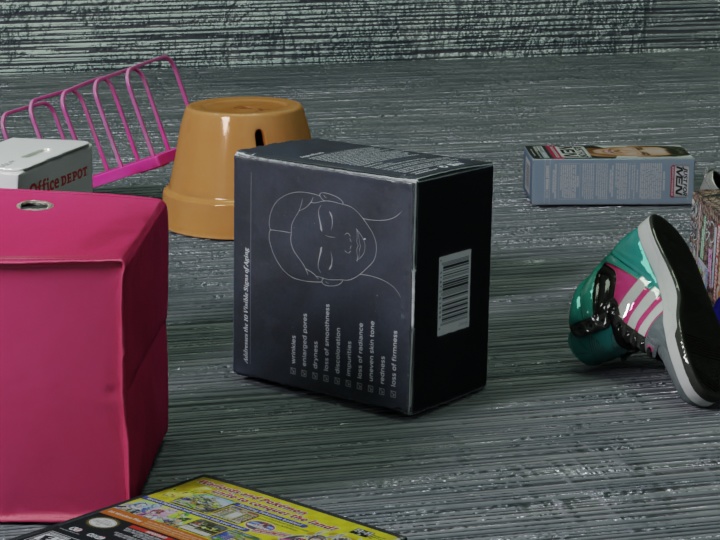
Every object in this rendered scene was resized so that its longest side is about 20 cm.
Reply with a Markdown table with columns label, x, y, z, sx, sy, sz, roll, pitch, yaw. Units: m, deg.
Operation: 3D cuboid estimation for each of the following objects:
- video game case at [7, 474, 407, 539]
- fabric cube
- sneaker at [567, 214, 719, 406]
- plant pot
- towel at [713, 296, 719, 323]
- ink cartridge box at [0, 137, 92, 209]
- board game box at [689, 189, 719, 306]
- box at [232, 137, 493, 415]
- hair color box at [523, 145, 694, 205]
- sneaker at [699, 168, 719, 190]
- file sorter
| label | x | y | z | sx | sy | sz | roll | pitch | yaw |
| --- | --- | --- | --- | --- | --- | --- | --- | --- | --- |
| video game case | -0.101 | 0.187 | 1.352 | 0.199 | 0.026 | 0.180 | 11 | 18 | 42 |
| fabric cube | -0.250 | 0.058 | 1.511 | 0.195 | 0.201 | 0.199 | 2 | 14 | 3 |
| sneaker | 0.241 | 0.057 | 1.775 | 0.083 | 0.121 | 0.201 | 30 | 35 | -34 |
| plant pot | -0.134 | -0.124 | 2.390 | 0.199 | 0.141 | 0.200 | 0 | 13 | 0 |
| towel | 0.401 | 0.061 | 1.816 | 0.199 | 0.050 | 0.148 | 4 | 14 | 17 |
| ink cartridge box | -0.294 | -0.004 | 1.763 | 0.085 | 0.201 | 0.146 | 4 | 14 | 18 |
| board game box | 0.424 | -0.015 | 2.027 | 0.159 | 0.097 | 0.200 | -1 | 13 | -4 |
| box | 0.000 | 0.000 | 1.749 | 0.196 | 0.201 | 0.124 | 10 | 15 | 35 |
| hair color box | 0.305 | -0.119 | 2.531 | 0.199 | 0.061 | 0.099 | 0 | 13 | -2 |
| sneaker | 0.456 | -0.068 | 2.276 | 0.199 | 0.082 | 0.075 | 10 | 17 | 36 |
| file sorter | -0.314 | -0.169 | 2.478 | 0.199 | 0.126 | 0.139 | -16 | 7 | 25 |
